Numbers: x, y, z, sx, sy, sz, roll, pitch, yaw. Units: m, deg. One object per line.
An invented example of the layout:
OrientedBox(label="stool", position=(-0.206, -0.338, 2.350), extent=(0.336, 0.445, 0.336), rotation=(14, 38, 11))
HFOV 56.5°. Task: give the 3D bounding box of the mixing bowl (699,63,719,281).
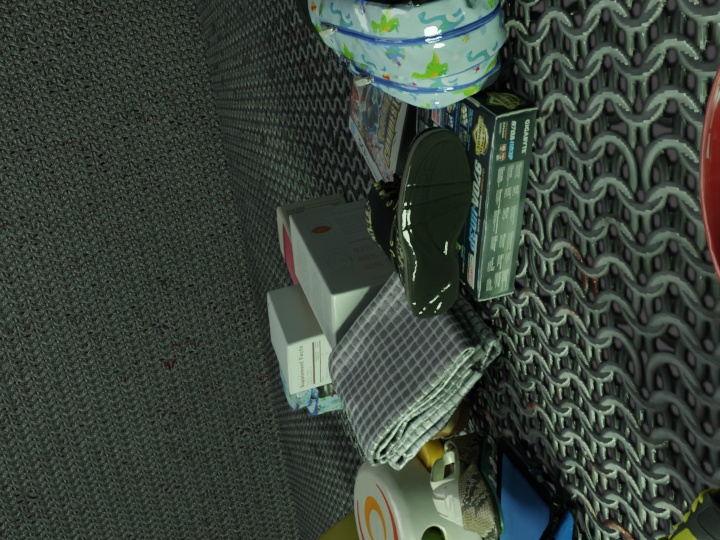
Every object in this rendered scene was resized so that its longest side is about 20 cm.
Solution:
OrientedBox(label="mixing bowl", position=(0.227, -0.031, 0.215), extent=(0.200, 0.107, 0.203), rotation=(167, 90, -74))

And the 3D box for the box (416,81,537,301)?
OrientedBox(label="box", position=(0.108, -0.096, 0.685), extent=(0.159, 0.045, 0.202), rotation=(-124, 26, -51))

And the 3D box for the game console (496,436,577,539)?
OrientedBox(label="game console", position=(0.160, 0.318, 0.715), extent=(0.117, 0.170, 0.203), rotation=(15, 124, 35))

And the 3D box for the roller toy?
OrientedBox(label="roller toy", position=(0.082, 0.348, 0.961), extent=(0.183, 0.138, 0.202), rotation=(123, 135, -54))

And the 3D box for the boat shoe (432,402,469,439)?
OrientedBox(label="boat shoe", position=(0.093, 0.195, 0.897), extent=(0.200, 0.073, 0.077), rotation=(131, 155, -79))

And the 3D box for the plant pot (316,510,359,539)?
OrientedBox(label="plant pot", position=(0.005, 0.631, 1.386), extent=(0.200, 0.174, 0.203), rotation=(-131, 31, -59))

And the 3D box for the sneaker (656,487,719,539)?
OrientedBox(label="sneaker", position=(0.239, 0.178, 0.432), extent=(0.200, 0.073, 0.086), rotation=(135, 126, -61))

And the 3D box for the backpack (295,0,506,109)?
OrientedBox(label="backpack", position=(0.049, -0.236, 0.615), extent=(0.200, 0.161, 0.156), rotation=(29, 140, 60))

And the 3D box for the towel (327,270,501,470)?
OrientedBox(label="towel", position=(0.053, 0.106, 0.795), extent=(0.201, 0.085, 0.166), rotation=(-52, 38, 17))

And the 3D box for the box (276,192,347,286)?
OrientedBox(label="box", position=(-0.059, -0.022, 1.170), extent=(0.110, 0.126, 0.201), rotation=(93, 158, -46))

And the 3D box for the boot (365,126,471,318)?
OrientedBox(label="boot", position=(0.048, -0.072, 0.695), extent=(0.154, 0.072, 0.206), rotation=(-120, 22, -51))

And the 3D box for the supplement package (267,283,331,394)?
OrientedBox(label="supplement package", position=(-0.034, 0.088, 1.041), extent=(0.118, 0.197, 0.118), rotation=(92, 158, -43))

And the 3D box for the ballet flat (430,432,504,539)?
OrientedBox(label="ballet flat", position=(0.116, 0.243, 0.756), extent=(0.200, 0.074, 0.069), rotation=(-60, -38, -79))

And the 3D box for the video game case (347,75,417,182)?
OrientedBox(label="video game case", position=(0.029, -0.216, 0.899), extent=(0.201, 0.025, 0.182), rotation=(98, 154, -52))

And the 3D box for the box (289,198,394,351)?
OrientedBox(label="box", position=(0.000, 0.000, 0.941), extent=(0.201, 0.150, 0.108), rotation=(-121, 23, -49))

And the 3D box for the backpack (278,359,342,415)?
OrientedBox(label="backpack", position=(-0.105, 0.227, 1.497), extent=(0.201, 0.145, 0.185), rotation=(99, 155, -59))
